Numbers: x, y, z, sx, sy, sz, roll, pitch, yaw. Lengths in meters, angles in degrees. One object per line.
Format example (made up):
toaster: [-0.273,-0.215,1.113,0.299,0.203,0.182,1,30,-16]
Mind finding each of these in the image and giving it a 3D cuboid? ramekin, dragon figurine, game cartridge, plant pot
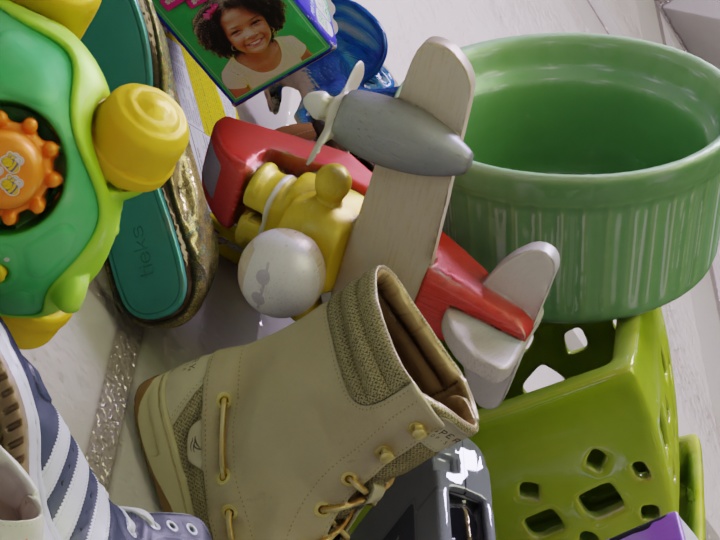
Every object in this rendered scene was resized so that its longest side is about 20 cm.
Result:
ramekin: [0.118,-0.054,1.019,0.201,0.198,0.099,-78,167,-60]
dragon figurine: [-0.014,-0.134,1.153,0.200,0.099,0.059,52,-10,29]
game cartridge: [0.023,0.193,0.859,0.041,0.133,0.201,23,38,-21]
plant pot: [0.106,0.117,1.070,0.199,0.198,0.183,-71,139,-63]

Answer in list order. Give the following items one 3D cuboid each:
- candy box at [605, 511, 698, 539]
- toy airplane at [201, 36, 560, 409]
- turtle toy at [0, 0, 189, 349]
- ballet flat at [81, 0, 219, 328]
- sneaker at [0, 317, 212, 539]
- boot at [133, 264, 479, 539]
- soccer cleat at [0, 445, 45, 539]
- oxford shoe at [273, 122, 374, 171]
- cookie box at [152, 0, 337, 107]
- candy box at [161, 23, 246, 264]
candy box: [0.098,0.238,0.884,0.072,0.199,0.169,49,24,-36]
toy airplane: [0.000,0.000,0.912,0.140,0.198,0.202,-18,93,-47]
turtle toy: [-0.167,-0.063,0.724,0.101,0.146,0.201,-11,60,-46]
ballet flat: [-0.116,-0.071,0.907,0.071,0.070,0.202,-25,102,-70]
sneaker: [-0.123,0.090,0.713,0.202,0.070,0.108,68,23,-1]
boot: [-0.008,0.115,0.839,0.073,0.154,0.202,9,57,-65]
soccer cleat: [-0.136,0.123,0.631,0.202,0.077,0.069,65,20,3]
oxford shoe: [-0.017,-0.037,1.097,0.200,0.071,0.072,56,14,-72]
cookie box: [-0.103,-0.219,0.974,0.200,0.075,0.172,48,21,-40]
candy box: [-0.106,-0.104,1.053,0.102,0.026,0.202,29,39,-57]
